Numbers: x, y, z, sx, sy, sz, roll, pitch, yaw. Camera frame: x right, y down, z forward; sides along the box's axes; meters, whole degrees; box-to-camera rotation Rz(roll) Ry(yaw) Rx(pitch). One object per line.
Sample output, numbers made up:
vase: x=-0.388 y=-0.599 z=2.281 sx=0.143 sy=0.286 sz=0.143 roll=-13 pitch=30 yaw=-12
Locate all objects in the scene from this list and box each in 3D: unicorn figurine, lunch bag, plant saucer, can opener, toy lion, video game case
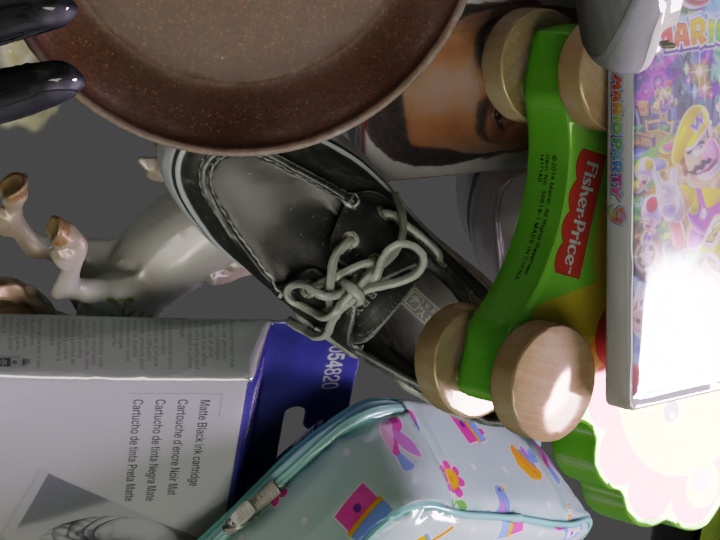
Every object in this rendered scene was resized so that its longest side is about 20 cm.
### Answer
unicorn figurine: x=-0.073 y=-0.016 z=1.017 sx=0.199 sy=0.074 sz=0.138 roll=-18 pitch=140 yaw=17
lunch bag: x=0.006 y=0.138 z=1.102 sx=0.160 sy=0.077 sz=0.199 roll=-42 pitch=151 yaw=22
plant saucer: x=-0.049 y=-0.147 z=0.897 sx=0.199 sy=0.037 sz=0.202 roll=0 pitch=99 yaw=-1
can opener: x=-0.177 y=-0.076 z=0.902 sx=0.078 sy=0.064 sz=0.199 roll=-17 pitch=180 yaw=-44
toy lion: x=0.123 y=0.006 z=0.959 sx=0.191 sy=0.068 sz=0.202 roll=13 pitch=89 yaw=-39
video game case: x=0.154 y=-0.053 z=0.921 sx=0.142 sy=0.018 sz=0.202 roll=-9 pitch=103 yaw=-38

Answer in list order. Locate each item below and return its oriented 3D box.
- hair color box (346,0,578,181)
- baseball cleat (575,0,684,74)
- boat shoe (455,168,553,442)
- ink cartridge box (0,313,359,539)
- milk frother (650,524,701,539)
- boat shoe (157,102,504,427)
hair color box: x=0.093 y=-0.102 z=0.990 sx=0.198 sy=0.061 sz=0.102 roll=-6 pitch=129 yaw=-8
baseball cleat: x=0.065 y=-0.163 z=0.799 sx=0.106 sy=0.070 sz=0.202 roll=-8 pitch=113 yaw=-12
boat shoe: x=0.095 y=0.018 z=1.079 sx=0.071 sy=0.066 sz=0.201 roll=-15 pitch=129 yaw=-2
ink cartridge box: x=-0.104 y=0.091 z=1.062 sx=0.198 sy=0.041 sz=0.200 roll=0 pitch=144 yaw=-8
milk frother: x=0.237 y=0.170 z=1.138 sx=0.179 sy=0.201 sz=0.189 roll=3 pitch=132 yaw=-4
boat shoe: x=-0.002 y=0.002 z=0.958 sx=0.074 sy=0.068 sz=0.199 roll=-43 pitch=116 yaw=8
